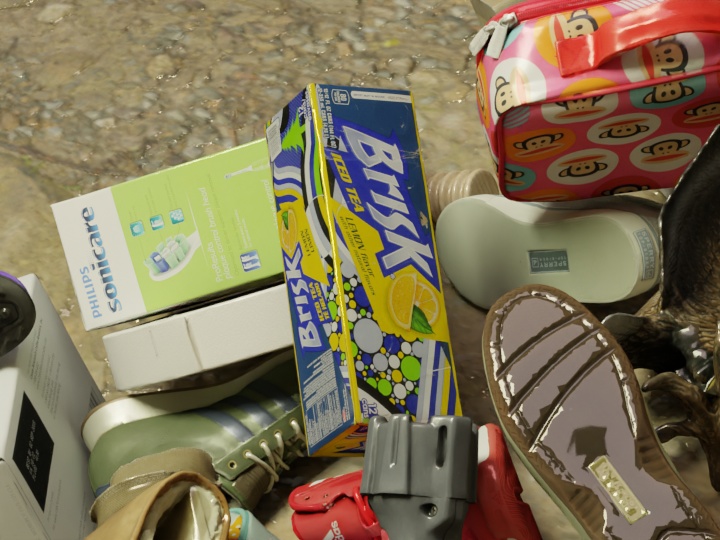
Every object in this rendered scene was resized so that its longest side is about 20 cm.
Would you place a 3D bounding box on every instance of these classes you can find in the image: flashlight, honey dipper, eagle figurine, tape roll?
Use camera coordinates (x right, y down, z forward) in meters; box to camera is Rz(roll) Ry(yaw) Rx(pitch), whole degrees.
[{"bbox_3d":[0.018,0.170,1.231,0.067,0.201,0.068,2,-9,9],"label":"flashlight"},{"bbox_3d":[0.001,-0.044,1.739,0.199,0.038,0.038,-3,36,37],"label":"honey dipper"},{"bbox_3d":[0.193,0.017,1.412,0.151,0.151,0.200,-23,38,24],"label":"eagle figurine"},{"bbox_3d":[-0.055,0.028,1.570,0.202,0.037,0.203,-17,2,0],"label":"tape roll"}]

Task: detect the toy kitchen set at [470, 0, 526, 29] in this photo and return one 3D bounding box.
[{"bbox_3d":[0.188,-0.216,1.748,0.200,0.164,0.180,-31,30,-11],"label":"toy kitchen set"}]

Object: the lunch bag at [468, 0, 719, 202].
[{"bbox_3d":[0.164,-0.108,1.463,0.199,0.176,0.082,-10,71,1],"label":"lunch bag"}]

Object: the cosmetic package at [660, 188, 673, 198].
[{"bbox_3d":[0.185,-0.106,1.656,0.051,0.083,0.200,-25,30,-5],"label":"cosmetic package"}]

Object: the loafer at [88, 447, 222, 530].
[{"bbox_3d":[-0.108,0.130,1.395,0.076,0.068,0.200,-18,-14,-2],"label":"loafer"}]

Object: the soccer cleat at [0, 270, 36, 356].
[{"bbox_3d":[-0.272,0.026,1.526,0.199,0.068,0.073,-15,26,25],"label":"soccer cleat"}]

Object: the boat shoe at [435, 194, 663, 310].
[{"bbox_3d":[0.125,-0.013,1.573,0.071,0.070,0.201,-11,9,-35],"label":"boat shoe"}]

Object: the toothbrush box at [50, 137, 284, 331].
[{"bbox_3d":[-0.072,-0.032,1.632,0.199,0.086,0.146,-16,0,11],"label":"toothbrush box"}]

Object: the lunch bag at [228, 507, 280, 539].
[{"bbox_3d":[-0.106,0.224,1.286,0.200,0.077,0.161,-39,26,30],"label":"lunch bag"}]

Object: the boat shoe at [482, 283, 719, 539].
[{"bbox_3d":[0.121,0.101,1.302,0.071,0.076,0.200,-26,63,-1],"label":"boat shoe"}]

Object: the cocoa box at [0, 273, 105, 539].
[{"bbox_3d":[-0.232,0.121,1.543,0.131,0.134,0.200,-19,30,10],"label":"cocoa box"}]

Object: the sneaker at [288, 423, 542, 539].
[{"bbox_3d":[0.026,0.131,1.339,0.115,0.079,0.200,-20,-4,-3],"label":"sneaker"}]

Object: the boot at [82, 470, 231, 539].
[{"bbox_3d":[-0.161,0.195,1.250,0.200,0.066,0.175,-31,31,40],"label":"boot"}]

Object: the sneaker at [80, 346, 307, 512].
[{"bbox_3d":[-0.062,0.105,1.526,0.199,0.067,0.090,-15,47,3],"label":"sneaker"}]

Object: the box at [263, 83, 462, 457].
[{"bbox_3d":[0.000,0.000,1.452,0.070,0.201,0.064,3,-21,-29],"label":"box"}]
